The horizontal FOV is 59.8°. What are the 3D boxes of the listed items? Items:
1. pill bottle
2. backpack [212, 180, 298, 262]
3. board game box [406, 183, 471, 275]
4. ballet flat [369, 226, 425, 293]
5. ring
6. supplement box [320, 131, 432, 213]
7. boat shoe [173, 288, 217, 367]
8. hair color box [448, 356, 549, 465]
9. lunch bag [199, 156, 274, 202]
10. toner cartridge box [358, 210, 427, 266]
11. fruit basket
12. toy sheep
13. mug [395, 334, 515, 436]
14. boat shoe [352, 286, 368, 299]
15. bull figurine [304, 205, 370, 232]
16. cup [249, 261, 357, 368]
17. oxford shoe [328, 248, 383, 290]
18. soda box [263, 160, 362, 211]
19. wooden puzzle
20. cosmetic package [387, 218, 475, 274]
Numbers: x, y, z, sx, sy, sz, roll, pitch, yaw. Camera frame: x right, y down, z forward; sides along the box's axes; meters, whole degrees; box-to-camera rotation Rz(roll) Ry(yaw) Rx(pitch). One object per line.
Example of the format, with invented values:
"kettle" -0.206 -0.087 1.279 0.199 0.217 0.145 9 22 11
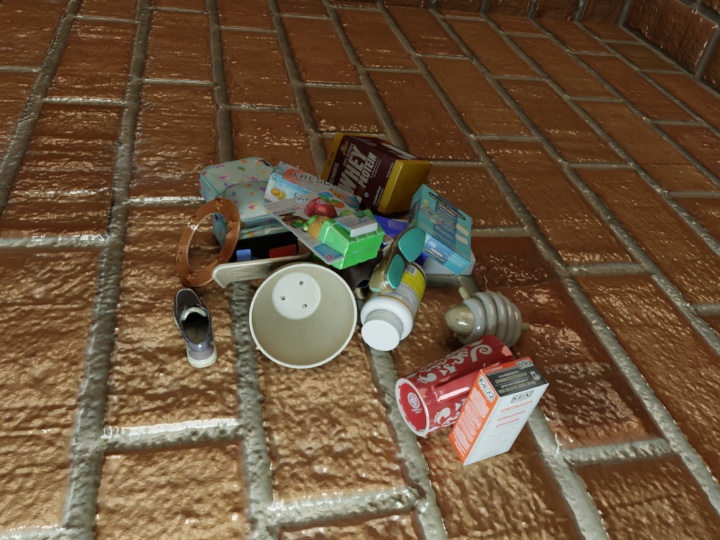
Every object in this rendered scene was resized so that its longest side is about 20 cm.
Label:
"pill bottle" 0.066 0.069 1.291 0.109 0.110 0.200 17 40 8
"backpack" -0.245 -0.116 1.412 0.175 0.154 0.200 -16 37 -25
"board game box" 0.183 -0.097 1.440 0.151 0.047 0.200 33 34 -12
"ballet flat" 0.068 -0.021 1.279 0.072 0.068 0.200 -16 30 38
"ring" -0.326 -0.063 1.313 0.019 0.201 0.201 28 21 -45
"supplement box" 0.042 -0.253 1.606 0.199 0.134 0.197 29 21 21
"boat shoe" -0.318 0.096 1.204 0.071 0.065 0.200 -8 42 -19
"hair color box" 0.227 0.239 1.052 0.101 0.201 0.061 -9 47 -24
"lunch bag" -0.288 -0.208 1.566 0.199 0.077 0.160 -19 48 -31
"toner cartridge box" 0.053 -0.076 1.418 0.199 0.043 0.095 14 38 -9
"fruit basket" -0.059 -0.096 1.201 0.185 0.094 0.200 -19 55 -44
"toy sheep" 0.264 0.104 1.286 0.199 0.138 0.138 4 39 -19
"mug" 0.175 0.196 1.122 0.199 0.178 0.134 -17 49 -24
"boat shoe" -0.030 -0.009 1.409 0.072 0.072 0.201 -20 48 9
"bull figurine" -0.066 -0.130 1.536 0.121 0.065 0.200 29 40 26
"cup" -0.118 0.067 1.211 0.199 0.202 0.143 0 15 -13
"oxford shoe" 0.000 0.000 1.292 0.200 0.071 0.073 -23 90 -61
"soda box" -0.102 -0.156 1.344 0.199 0.069 0.064 24 39 -3
"wooden puzzle" -0.193 -0.015 1.264 0.198 0.185 0.047 -12 83 -7
"cosmetic package" 0.162 -0.059 1.516 0.198 0.052 0.151 2 38 -11
